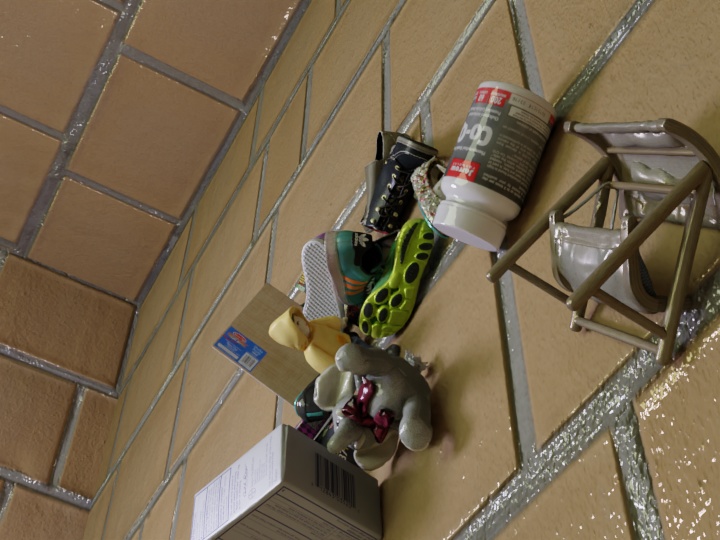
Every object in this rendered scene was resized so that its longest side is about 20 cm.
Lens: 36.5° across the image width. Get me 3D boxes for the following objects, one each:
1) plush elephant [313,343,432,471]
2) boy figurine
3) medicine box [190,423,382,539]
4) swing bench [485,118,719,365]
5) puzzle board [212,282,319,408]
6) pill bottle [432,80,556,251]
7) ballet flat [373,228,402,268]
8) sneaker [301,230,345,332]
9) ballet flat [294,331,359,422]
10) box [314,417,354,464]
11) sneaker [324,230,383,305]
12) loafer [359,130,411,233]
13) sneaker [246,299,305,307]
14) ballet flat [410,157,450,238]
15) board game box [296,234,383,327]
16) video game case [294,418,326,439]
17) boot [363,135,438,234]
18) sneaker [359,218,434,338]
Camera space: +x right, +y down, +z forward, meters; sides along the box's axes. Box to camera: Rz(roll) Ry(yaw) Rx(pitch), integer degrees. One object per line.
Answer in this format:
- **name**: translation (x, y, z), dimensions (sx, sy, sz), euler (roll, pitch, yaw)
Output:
- **plush elephant**: translation (0.011, 0.188, 1.463), dimensions (0.155, 0.165, 0.200), euler (-46, -5, 18)
- **boy figurine**: translation (-0.040, 0.108, 1.632), dimensions (0.065, 0.198, 0.125), euler (-53, 19, 36)
- **medicine box**: translation (-0.102, 0.334, 1.486), dimensions (0.200, 0.181, 0.104), euler (-39, 32, 27)
- **swing bench**: translation (0.254, -0.039, 1.082), dimensions (0.202, 0.129, 0.199), euler (-61, 17, -1)
- **puzzle board**: translation (-0.126, 0.128, 1.821), dimensions (0.151, 0.199, 0.017), euler (-49, -18, -24)
- **pill bottle**: translation (0.174, -0.137, 1.447), dimensions (0.202, 0.113, 0.114), euler (-68, 18, -5)
- **ballet flat**: translation (0.045, -0.036, 1.809), dimensions (0.200, 0.046, 0.068), euler (-14, 55, 68)
- **sneaker**: translation (-0.045, 0.035, 1.802), dimensions (0.114, 0.072, 0.204), euler (-38, -48, -65)
- **ballet flat**: translation (-0.028, 0.170, 1.716), dimensions (0.068, 0.069, 0.200), euler (-1, 35, 34)
- **box**: translation (-0.072, 0.329, 1.664), dimensions (0.201, 0.049, 0.162), euler (-53, 14, 37)
- **sneaker**: translation (0.000, 0.000, 1.703), dimensions (0.200, 0.079, 0.072), euler (66, -157, -64)
- **loafer**: translation (0.031, -0.164, 1.968), dimensions (0.075, 0.069, 0.202), euler (-27, 43, 63)
- **sneaker**: translation (-0.124, 0.095, 1.941), dimensions (0.070, 0.199, 0.081), euler (21, 96, 44)
- **ballet flat**: translation (0.118, -0.121, 1.665), dimensions (0.064, 0.075, 0.201), euler (-51, 24, 18)
- **board game box**: translation (-0.026, 0.020, 1.849), dimensions (0.199, 0.023, 0.106), euler (29, 94, 46)
- **video game case**: translation (-0.122, 0.300, 1.725), dimensions (0.182, 0.036, 0.200), euler (-53, -2, 22)
- **boot**: translation (0.065, -0.138, 1.827), dimensions (0.204, 0.073, 0.156), euler (176, 115, -83)
- **sneaker**: translation (0.063, 0.015, 1.682), dimensions (0.202, 0.073, 0.084), euler (-64, -3, 10)
